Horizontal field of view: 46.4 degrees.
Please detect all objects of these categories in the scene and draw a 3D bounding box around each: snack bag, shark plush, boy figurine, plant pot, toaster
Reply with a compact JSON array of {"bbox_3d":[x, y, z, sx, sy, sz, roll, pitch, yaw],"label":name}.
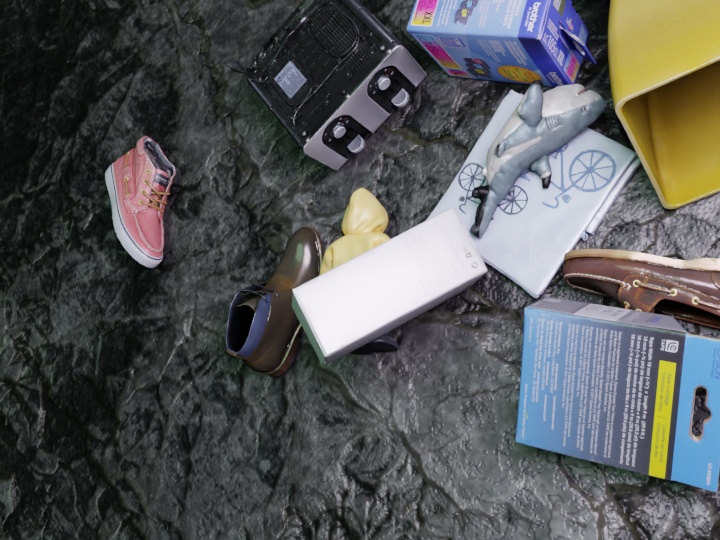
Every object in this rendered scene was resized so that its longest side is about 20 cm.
[{"bbox_3d":[0.194,-0.089,0.971,0.188,0.021,0.201,36,95,33],"label":"snack bag"},{"bbox_3d":[0.185,-0.125,0.938,0.083,0.091,0.201,34,89,4],"label":"shark plush"},{"bbox_3d":[0.000,0.000,1.034,0.123,0.064,0.202,-13,69,27],"label":"boy figurine"},{"bbox_3d":[0.348,-0.213,0.823,0.199,0.200,0.178,-22,55,23],"label":"plant pot"},{"bbox_3d":[-0.039,-0.256,1.096,0.181,0.118,0.200,-45,59,11],"label":"toaster"}]

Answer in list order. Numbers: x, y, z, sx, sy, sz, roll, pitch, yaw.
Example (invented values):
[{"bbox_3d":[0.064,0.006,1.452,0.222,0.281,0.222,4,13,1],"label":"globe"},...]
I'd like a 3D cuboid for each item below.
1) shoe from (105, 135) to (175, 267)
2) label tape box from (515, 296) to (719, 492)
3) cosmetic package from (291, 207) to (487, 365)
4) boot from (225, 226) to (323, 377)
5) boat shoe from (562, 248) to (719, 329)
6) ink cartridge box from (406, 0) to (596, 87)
[{"bbox_3d":[-0.316,-0.106,1.244,0.091,0.071,0.201,-39,56,21],"label":"shoe"},{"bbox_3d":[0.258,0.115,0.824,0.198,0.063,0.146,9,102,32],"label":"label tape box"},{"bbox_3d":[0.028,0.021,0.931,0.199,0.108,0.085,-26,82,-11],"label":"cosmetic package"},{"bbox_3d":[-0.107,0.032,1.067,0.074,0.097,0.202,10,81,32],"label":"boot"},{"bbox_3d":[0.298,0.021,0.848,0.198,0.070,0.071,6,78,32],"label":"boat shoe"},{"bbox_3d":[0.174,-0.274,0.966,0.199,0.136,0.077,12,84,33],"label":"ink cartridge box"}]
